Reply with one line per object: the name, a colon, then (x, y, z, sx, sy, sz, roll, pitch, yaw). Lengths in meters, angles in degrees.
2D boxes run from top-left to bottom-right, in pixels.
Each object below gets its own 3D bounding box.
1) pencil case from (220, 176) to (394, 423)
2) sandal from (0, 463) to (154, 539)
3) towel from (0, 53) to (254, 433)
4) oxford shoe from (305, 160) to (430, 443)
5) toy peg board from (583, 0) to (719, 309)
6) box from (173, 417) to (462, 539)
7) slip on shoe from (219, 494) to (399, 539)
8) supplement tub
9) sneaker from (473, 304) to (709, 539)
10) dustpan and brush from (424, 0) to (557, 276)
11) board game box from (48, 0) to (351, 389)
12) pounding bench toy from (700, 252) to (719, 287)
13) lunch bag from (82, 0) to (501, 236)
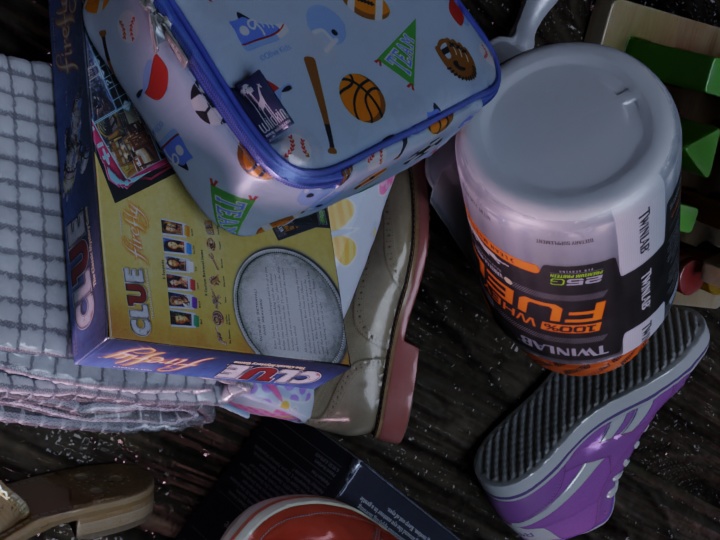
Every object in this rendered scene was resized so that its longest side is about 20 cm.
pencil case: (-0.037, -0.017, 0.801, 0.083, 0.091, 0.202, 22, 80, -20)
sandal: (-0.204, 0.116, 0.768, 0.211, 0.077, 0.070, -10, 110, -41)
towel: (-0.159, -0.009, 0.696, 0.199, 0.085, 0.167, 9, 61, -37)
oxford shoe: (0.000, 0.000, 0.857, 0.074, 0.070, 0.202, 5, 84, -5)
toy peg board: (0.236, -0.064, 0.986, 0.198, 0.098, 0.202, 7, 104, -36)
box: (-0.024, 0.219, 0.909, 0.183, 0.104, 0.200, -53, 128, -8)
slip on shoe: (0.001, 0.181, 0.809, 0.199, 0.061, 0.074, 31, 89, -36)
supplement tub: (0.124, -0.026, 0.829, 0.122, 0.122, 0.200, -42, 150, -14)
sneaker: (0.178, 0.116, 1.037, 0.200, 0.073, 0.115, -37, 129, -4)
dustpan and brush: (0.093, -0.112, 0.892, 0.201, 0.057, 0.140, -56, 154, -7)
board game box: (-0.080, -0.047, 0.699, 0.135, 0.035, 0.202, 10, 61, -37)
pounding bench toy: (0.289, -0.036, 0.907, 0.199, 0.124, 0.157, -18, 122, -45)
lunch bag: (-0.032, -0.114, 0.700, 0.199, 0.075, 0.161, -27, 84, -46)
